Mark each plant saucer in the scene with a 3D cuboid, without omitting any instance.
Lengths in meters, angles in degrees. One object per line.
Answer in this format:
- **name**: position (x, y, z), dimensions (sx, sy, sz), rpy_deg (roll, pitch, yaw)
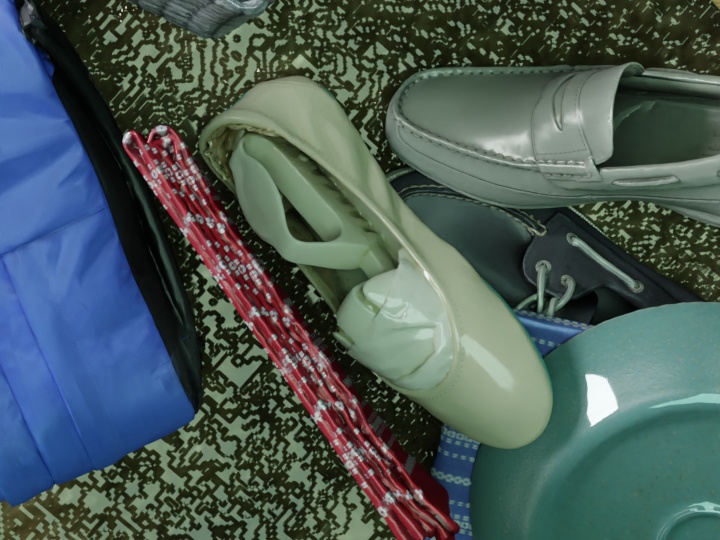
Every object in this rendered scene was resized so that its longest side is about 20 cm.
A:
- **plant saucer**: position (0.146, 0.111, 0.944), dimensions (0.200, 0.036, 0.200), rpy_deg (2, 114, 4)

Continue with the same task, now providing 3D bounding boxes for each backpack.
- **backpack**: position (-0.164, -0.004, 0.906), dimensions (0.168, 0.163, 0.200), rpy_deg (-28, 108, -3)

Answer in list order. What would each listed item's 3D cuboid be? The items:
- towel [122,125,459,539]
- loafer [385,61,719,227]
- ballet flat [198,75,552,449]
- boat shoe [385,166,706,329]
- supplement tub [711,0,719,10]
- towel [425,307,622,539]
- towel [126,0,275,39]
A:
- **towel**: position (-0.025, 0.026, 0.902), dimensions (0.022, 0.145, 0.200), rpy_deg (-35, 89, 0)
- **loafer**: position (0.106, -0.063, 0.939), dimensions (0.200, 0.070, 0.070), rpy_deg (7, 57, 16)
- **ballet flat**: position (0.000, 0.000, 0.930), dimensions (0.069, 0.069, 0.200), rpy_deg (-40, 68, 1)
- **boat shoe**: position (0.093, 0.012, 0.977), dimensions (0.200, 0.063, 0.073), rpy_deg (28, 94, -8)
- **supplement tub**: position (0.217, -0.144, 0.926), dimensions (0.145, 0.145, 0.200), rpy_deg (-43, 99, 1)
- **towel**: position (0.098, 0.114, 0.981), dimensions (0.145, 0.024, 0.200), rpy_deg (12, 115, -1)
- **towel**: position (-0.116, -0.172, 0.885), dimensions (0.200, 0.166, 0.086), rpy_deg (25, 89, -8)
